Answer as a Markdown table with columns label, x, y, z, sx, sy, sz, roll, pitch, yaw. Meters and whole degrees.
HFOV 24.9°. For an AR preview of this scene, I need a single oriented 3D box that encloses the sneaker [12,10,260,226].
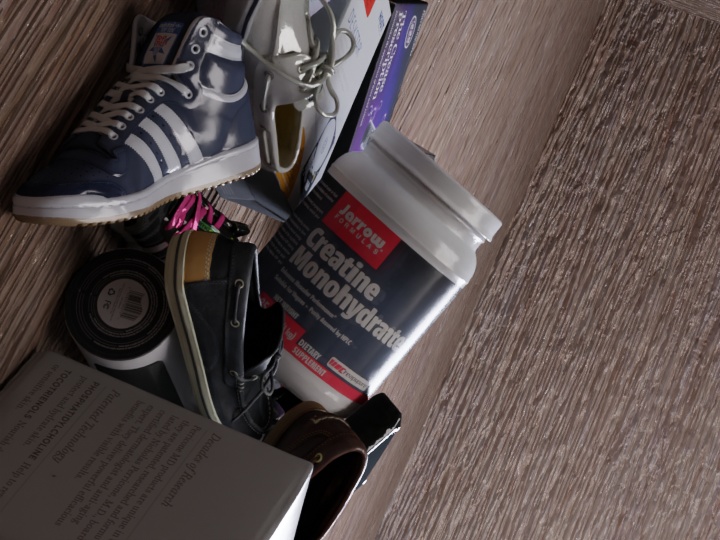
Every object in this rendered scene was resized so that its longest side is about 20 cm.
| label | x | y | z | sx | sy | sz | roll | pitch | yaw |
| --- | --- | --- | --- | --- | --- | --- | --- | --- | --- |
| sneaker | -0.136 | -0.095 | 0.982 | 0.199 | 0.070 | 0.110 | -24 | 116 | -52 |

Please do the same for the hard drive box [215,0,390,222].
| label | x | y | z | sx | sy | sz | roll | pitch | yaw |
| --- | --- | --- | --- | --- | --- | --- | --- | --- | --- |
| hard drive box | -0.052 | -0.155 | 1.274 | 0.156 | 0.076 | 0.202 | 69 | 43 | -76 |

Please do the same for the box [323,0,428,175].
| label | x | y | z | sx | sy | sz | roll | pitch | yaw |
| --- | --- | --- | --- | --- | --- | --- | --- | --- | --- |
| box | -0.016 | -0.156 | 1.466 | 0.141 | 0.078 | 0.202 | -41 | 150 | -74 |

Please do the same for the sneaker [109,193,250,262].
| label | x | y | z | sx | sy | sz | roll | pitch | yaw |
| --- | --- | --- | --- | --- | --- | --- | --- | --- | --- |
| sneaker | -0.119 | -0.029 | 1.136 | 0.200 | 0.087 | 0.074 | 91 | 23 | -62 |

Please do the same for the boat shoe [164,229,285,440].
| label | x | y | z | sx | sy | sz | roll | pitch | yaw |
| --- | --- | --- | --- | --- | --- | --- | --- | --- | --- |
| boat shoe | -0.080 | 0.051 | 1.092 | 0.201 | 0.062 | 0.075 | 79 | 13 | -46 |

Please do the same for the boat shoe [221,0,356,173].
| label | x | y | z | sx | sy | sz | roll | pitch | yaw |
| --- | --- | --- | --- | --- | --- | --- | --- | --- | --- |
| boat shoe | -0.045 | -0.135 | 1.083 | 0.075 | 0.086 | 0.203 | -48 | 165 | -39 |

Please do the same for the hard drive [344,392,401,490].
| label | x | y | z | sx | sy | sz | roll | pitch | yaw |
| --- | --- | --- | --- | --- | --- | --- | --- | --- | --- |
| hard drive | -0.039 | 0.176 | 1.302 | 0.139 | 0.033 | 0.200 | -39 | 170 | -20 |

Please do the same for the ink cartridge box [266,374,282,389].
| label | x | y | z | sx | sy | sz | roll | pitch | yaw |
| --- | --- | --- | --- | --- | --- | --- | --- | --- | --- |
| ink cartridge box | -0.094 | 0.130 | 1.468 | 0.200 | 0.082 | 0.147 | 34 | 61 | -83 |

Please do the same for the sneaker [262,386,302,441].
| label | x | y | z | sx | sy | sz | roll | pitch | yaw |
| --- | --- | --- | --- | --- | --- | --- | --- | --- | --- |
| sneaker | -0.102 | 0.126 | 1.193 | 0.088 | 0.076 | 0.200 | -54 | 167 | 20 |

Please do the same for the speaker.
| label | x | y | z | sx | sy | sz | roll | pitch | yaw |
| --- | --- | --- | --- | --- | --- | --- | --- | --- | --- |
| speaker | -0.152 | 0.058 | 1.159 | 0.200 | 0.081 | 0.082 | 86 | 27 | -68 |

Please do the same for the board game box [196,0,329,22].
| label | x | y | z | sx | sy | sz | roll | pitch | yaw |
| --- | --- | --- | --- | --- | --- | --- | --- | --- | --- |
| board game box | -0.031 | -0.258 | 1.103 | 0.200 | 0.043 | 0.200 | -43 | 158 | -23 |

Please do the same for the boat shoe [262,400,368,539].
| label | x | y | z | sx | sy | sz | roll | pitch | yaw |
| --- | --- | --- | --- | --- | --- | --- | --- | --- | --- |
| boat shoe | -0.067 | 0.189 | 1.143 | 0.070 | 0.070 | 0.201 | 26 | 97 | -43 |

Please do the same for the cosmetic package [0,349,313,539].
| label | x | y | z | sx | sy | sz | roll | pitch | yaw |
| --- | --- | --- | --- | --- | --- | --- | --- | --- | --- |
| cosmetic package | -0.161 | 0.190 | 1.026 | 0.167 | 0.198 | 0.169 | -55 | 164 | -53 |

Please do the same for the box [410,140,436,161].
| label | x | y | z | sx | sy | sz | roll | pitch | yaw |
| --- | --- | --- | --- | --- | --- | --- | --- | --- | --- |
| box | -0.007 | -0.041 | 1.610 | 0.116 | 0.060 | 0.202 | 34 | -70 | 54 |

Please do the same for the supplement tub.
| label | x | y | z | sx | sy | sz | roll | pitch | yaw |
| --- | --- | --- | --- | --- | --- | --- | --- | --- | --- |
| supplement tub | 0.000 | 0.000 | 1.264 | 0.200 | 0.140 | 0.140 | -50 | 170 | 4 |
